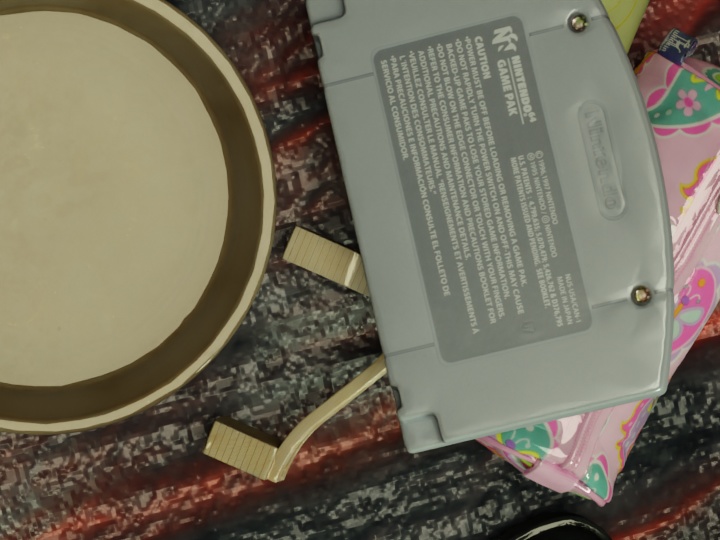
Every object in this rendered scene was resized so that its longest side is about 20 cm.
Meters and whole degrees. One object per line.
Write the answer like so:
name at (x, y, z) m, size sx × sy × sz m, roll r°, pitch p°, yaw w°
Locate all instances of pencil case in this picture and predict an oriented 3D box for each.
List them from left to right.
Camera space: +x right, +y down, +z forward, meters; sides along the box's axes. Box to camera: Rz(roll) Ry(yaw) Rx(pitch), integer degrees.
pencil case at (0.119, 0.001, 1.303) m, size 0.087 × 0.087 × 0.201 m, roll 30°, pitch 92°, yaw -13°

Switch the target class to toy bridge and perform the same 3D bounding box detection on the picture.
toy bridge at (0.000, 0.000, 1.298) m, size 0.067 × 0.027 × 0.201 m, roll 24°, pitch 93°, yaw 9°

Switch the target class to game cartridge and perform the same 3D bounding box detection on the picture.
game cartridge at (0.061, -0.034, 1.257) m, size 0.133 × 0.040 × 0.201 m, roll -13°, pitch 85°, yaw 11°

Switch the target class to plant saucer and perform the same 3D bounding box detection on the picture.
plant saucer at (-0.136, -0.030, 1.279) m, size 0.199 × 0.029 × 0.201 m, roll -2°, pitch 98°, yaw -11°

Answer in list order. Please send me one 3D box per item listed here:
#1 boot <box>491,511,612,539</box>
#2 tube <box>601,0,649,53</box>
boot at (0.054, 0.198, 1.275) m, size 0.198 × 0.162 × 0.073 m, roll -42°, pitch 104°, yaw -3°
tube at (0.102, -0.130, 1.302) m, size 0.058 × 0.052 × 0.201 m, roll 32°, pitch 103°, yaw 28°
